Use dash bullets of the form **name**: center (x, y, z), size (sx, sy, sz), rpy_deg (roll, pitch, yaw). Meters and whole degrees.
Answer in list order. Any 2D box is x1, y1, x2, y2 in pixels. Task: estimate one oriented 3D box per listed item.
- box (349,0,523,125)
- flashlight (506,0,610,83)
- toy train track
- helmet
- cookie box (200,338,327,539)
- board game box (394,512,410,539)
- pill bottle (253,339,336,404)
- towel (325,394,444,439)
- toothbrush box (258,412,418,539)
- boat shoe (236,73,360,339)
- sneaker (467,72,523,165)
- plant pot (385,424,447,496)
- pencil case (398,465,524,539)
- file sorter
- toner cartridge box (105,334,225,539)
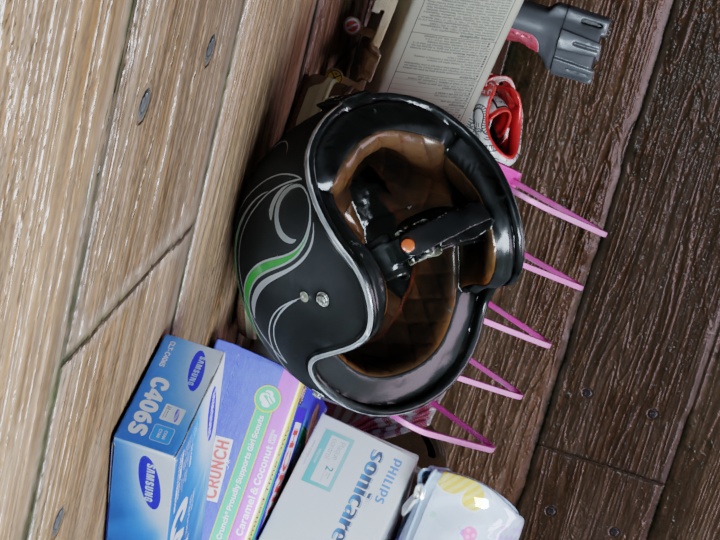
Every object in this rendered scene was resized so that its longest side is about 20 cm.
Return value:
- **box**: center (0.063, -0.199, 1.626), size (0.201, 0.094, 0.078), rpy_deg (116, -27, -46)
- **flashlight**: center (0.114, -0.214, 1.765), size (0.068, 0.198, 0.069), rpy_deg (79, 30, -79)
- **toy train track**: center (-0.021, -0.131, 1.583), size (0.115, 0.032, 0.202), rpy_deg (-102, -146, -79)
- **helmet**: center (0.005, -0.008, 1.379), size (0.191, 0.199, 0.201), rpy_deg (123, -10, -56)
- **cookie box**: center (-0.092, 0.156, 1.502), size (0.200, 0.075, 0.173), rpy_deg (68, 41, -79)
- **board game box**: center (0.015, 0.284, 1.540), size (0.136, 0.034, 0.201), rpy_deg (85, 29, -72)
- **pill bottle**: center (0.000, 0.000, 1.618), size (0.201, 0.110, 0.111), rpy_deg (-64, 175, 11)
- **towel**: center (-0.011, 0.105, 1.724), size (0.030, 0.198, 0.147), rpy_deg (63, 25, -21)
- **toothbrush box**: center (-0.029, 0.227, 1.519), size (0.201, 0.085, 0.147), rpy_deg (102, 14, -58)
- **boat shoe**: center (-0.033, -0.041, 1.493), size (0.075, 0.074, 0.204), rpy_deg (8, 99, -84)
- **sneaker**: center (0.091, -0.172, 1.812), size (0.067, 0.107, 0.203), rpy_deg (11, 65, -45)
- **plant pot**: center (-0.012, 0.229, 1.817), size (0.201, 0.198, 0.200), rpy_deg (-65, 171, -52)
- **pencil case**: center (0.043, 0.241, 1.434), size (0.091, 0.083, 0.201), rpy_deg (41, 68, -42)
- **file sorter**: center (0.078, 0.020, 1.523), size (0.139, 0.125, 0.201), rpy_deg (19, 101, -53)
- **toner cartridge box**: center (-0.129, 0.146, 1.294), size (0.095, 0.043, 0.201), rpy_deg (-68, 172, -45)
